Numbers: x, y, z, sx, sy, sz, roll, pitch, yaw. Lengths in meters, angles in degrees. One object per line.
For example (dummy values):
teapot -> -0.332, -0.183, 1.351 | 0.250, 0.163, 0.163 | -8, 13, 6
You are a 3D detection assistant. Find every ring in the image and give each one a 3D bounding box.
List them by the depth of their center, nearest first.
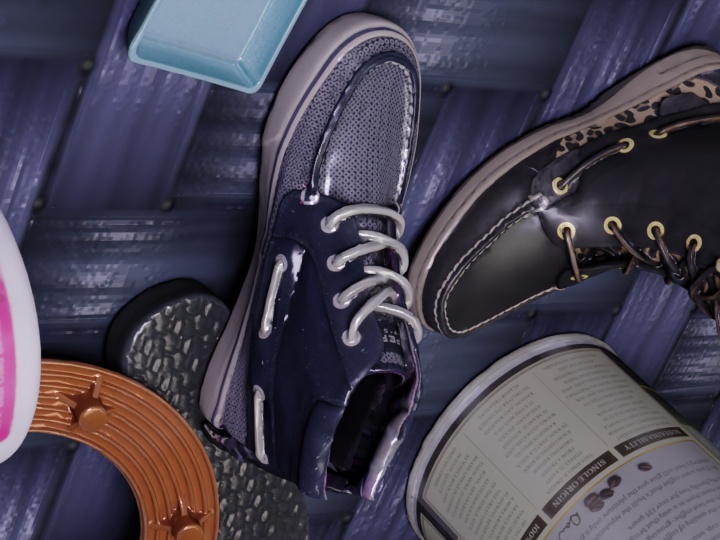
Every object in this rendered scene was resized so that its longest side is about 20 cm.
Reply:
ring -> -0.154, 0.125, 0.869 | 0.200, 0.019, 0.201 | -12, 124, -18

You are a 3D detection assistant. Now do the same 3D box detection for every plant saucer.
plant saucer -> -0.022, -0.161, 0.775 | 0.070, 0.019, 0.200 | 11, 116, -46

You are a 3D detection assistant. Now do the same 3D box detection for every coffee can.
coffee can -> 0.138, 0.147, 1.040 | 0.146, 0.200, 0.146 | -24, 137, -24

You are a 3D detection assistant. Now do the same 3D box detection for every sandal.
sandal -> -0.071, 0.087, 0.934 | 0.075, 0.048, 0.201 | -24, 124, -23

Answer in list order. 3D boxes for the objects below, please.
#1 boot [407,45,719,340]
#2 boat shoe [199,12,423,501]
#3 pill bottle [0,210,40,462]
boot -> 0.135, -0.008, 0.941 | 0.200, 0.151, 0.073 | -33, 140, -15
boat shoe -> 0.000, 0.000, 0.851 | 0.075, 0.093, 0.200 | 4, 108, -38
pill bottle -> -0.220, 0.031, 0.691 | 0.200, 0.113, 0.113 | -12, 130, -35
